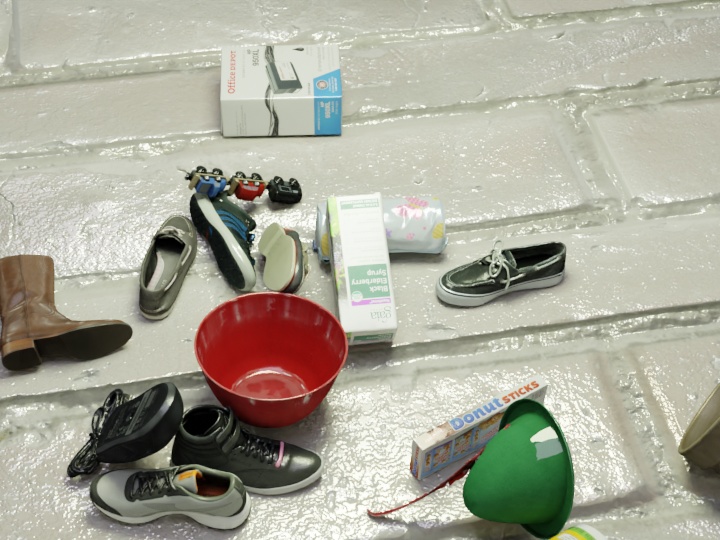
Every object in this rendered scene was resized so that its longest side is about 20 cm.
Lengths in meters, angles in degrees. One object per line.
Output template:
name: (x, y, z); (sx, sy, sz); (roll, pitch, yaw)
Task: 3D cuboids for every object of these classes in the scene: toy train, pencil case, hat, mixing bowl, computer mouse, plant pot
toy train: (-0.174, -0.125, 1.863); (0.200, 0.034, 0.046); (5, 48, -35)
pencil case: (0.029, -0.062, 1.827); (0.199, 0.083, 0.091); (-6, 54, -7)
hat: (0.134, 0.258, 1.468); (0.176, 0.200, 0.166); (-6, 37, -24)
mixing bowl: (-0.118, 0.133, 1.618); (0.200, 0.109, 0.200); (2, 40, -2)
computer mouse: (-0.278, 0.197, 1.546); (0.053, 0.200, 0.139); (43, 49, -23)
plant pot: (0.529, 0.204, 1.548); (0.173, 0.200, 0.200); (39, 55, 9)

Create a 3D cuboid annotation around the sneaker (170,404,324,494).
sneaker: (-0.144, 0.223, 1.549); (0.199, 0.099, 0.071); (6, 46, 3)

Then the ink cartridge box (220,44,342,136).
ink cartridge box: (-0.132, -0.298, 2.037); (0.199, 0.084, 0.145); (-2, 47, -3)

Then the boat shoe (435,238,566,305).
boat shoe: (0.206, -0.002, 1.787); (0.199, 0.068, 0.074); (-7, 48, -8)

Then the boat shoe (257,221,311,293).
boat shoe: (-0.100, -0.011, 1.745); (0.063, 0.071, 0.200); (36, 9, -21)

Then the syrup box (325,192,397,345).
syrup box: (0.000, 0.000, 1.721); (0.079, 0.081, 0.201); (-5, 72, -5)

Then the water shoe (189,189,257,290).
water shoe: (-0.184, -0.055, 1.823); (0.079, 0.072, 0.200); (-16, 52, -25)

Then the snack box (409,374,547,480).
snack box: (0.154, 0.203, 1.596); (0.200, 0.072, 0.024); (-24, 54, -22)

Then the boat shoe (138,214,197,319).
boat shoe: (-0.280, -0.019, 1.794); (0.067, 0.057, 0.200); (6, 48, 4)

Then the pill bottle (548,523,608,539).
pill bottle: (0.200, 0.382, 1.407); (0.200, 0.111, 0.111); (-23, 52, -22)

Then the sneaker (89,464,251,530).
sneaker: (-0.236, 0.268, 1.520); (0.200, 0.079, 0.074); (3, 49, 2)

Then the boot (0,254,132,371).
boot: (-0.427, 0.040, 1.738); (0.186, 0.064, 0.200); (-9, 44, -13)
